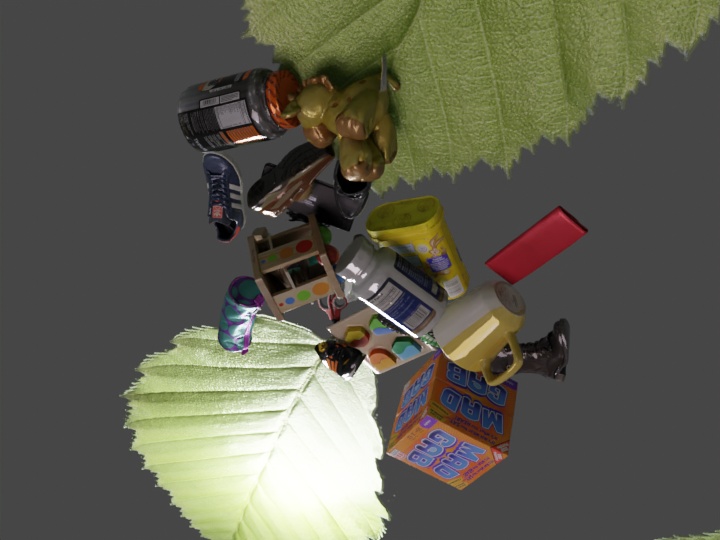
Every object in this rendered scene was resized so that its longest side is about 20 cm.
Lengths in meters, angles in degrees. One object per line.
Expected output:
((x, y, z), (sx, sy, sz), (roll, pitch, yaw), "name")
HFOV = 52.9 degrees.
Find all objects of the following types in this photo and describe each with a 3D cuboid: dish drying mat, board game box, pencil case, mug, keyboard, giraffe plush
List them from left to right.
((-0.278, 0.106, 1.682), (0.092, 0.085, 0.200), (42, 140, 17), "pencil case")
((-0.104, -0.138, 1.425), (0.199, 0.040, 0.105), (21, 113, 2), "keyboard")
((-0.038, -0.252, 1.180), (0.161, 0.172, 0.201), (9, 101, 23), "giraffe plush")
((0.208, 0.332, 1.633), (0.199, 0.200, 0.200), (28, 136, -7), "board game box")
((0.259, 0.112, 1.438), (0.187, 0.149, 0.153), (49, 126, 7), "mug")
((0.326, -0.044, 1.353), (0.077, 0.018, 0.200), (35, 136, -13), "dish drying mat")

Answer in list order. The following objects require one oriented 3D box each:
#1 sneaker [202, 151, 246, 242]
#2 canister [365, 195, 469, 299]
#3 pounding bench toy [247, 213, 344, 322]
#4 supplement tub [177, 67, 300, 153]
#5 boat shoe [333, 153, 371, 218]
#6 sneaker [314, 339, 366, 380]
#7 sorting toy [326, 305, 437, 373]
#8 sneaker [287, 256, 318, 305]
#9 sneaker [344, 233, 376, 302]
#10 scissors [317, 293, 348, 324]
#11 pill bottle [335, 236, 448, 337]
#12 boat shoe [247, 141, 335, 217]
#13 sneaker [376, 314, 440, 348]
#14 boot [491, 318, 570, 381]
((-0.276, -0.142, 1.439), (0.074, 0.085, 0.201), (5, 134, 17), "sneaker")
((0.115, -0.034, 1.395), (0.148, 0.087, 0.201), (-7, 131, 27), "canister")
((-0.124, -0.034, 1.407), (0.155, 0.201, 0.125), (-21, 135, 1), "pounding bench toy")
((-0.205, -0.278, 1.252), (0.199, 0.123, 0.123), (-6, 130, 25), "supplement tub")
((-0.015, -0.166, 1.320), (0.074, 0.066, 0.200), (17, 131, 2), "boat shoe")
((-0.056, 0.197, 1.651), (0.090, 0.070, 0.200), (36, 166, -9), "sneaker")
((0.046, 0.158, 1.635), (0.199, 0.037, 0.185), (-26, 122, 36), "sorting toy")
((-0.154, 0.032, 1.535), (0.084, 0.121, 0.200), (40, 134, -19), "sneaker")
((0.000, 0.000, 1.490), (0.081, 0.076, 0.200), (60, 156, 19), "sneaker")
((-0.062, 0.113, 1.660), (0.073, 0.014, 0.201), (10, 136, 8), "scissors")
((0.055, 0.027, 1.336), (0.200, 0.111, 0.111), (36, 135, -17), "pill bottle")
((-0.124, -0.169, 1.360), (0.199, 0.076, 0.074), (-31, 135, 26), "boat shoe")
((0.139, 0.106, 1.528), (0.199, 0.078, 0.086), (22, 102, -19), "sneaker")
((0.345, 0.169, 1.516), (0.173, 0.069, 0.201), (6, 136, 15), "boot")
